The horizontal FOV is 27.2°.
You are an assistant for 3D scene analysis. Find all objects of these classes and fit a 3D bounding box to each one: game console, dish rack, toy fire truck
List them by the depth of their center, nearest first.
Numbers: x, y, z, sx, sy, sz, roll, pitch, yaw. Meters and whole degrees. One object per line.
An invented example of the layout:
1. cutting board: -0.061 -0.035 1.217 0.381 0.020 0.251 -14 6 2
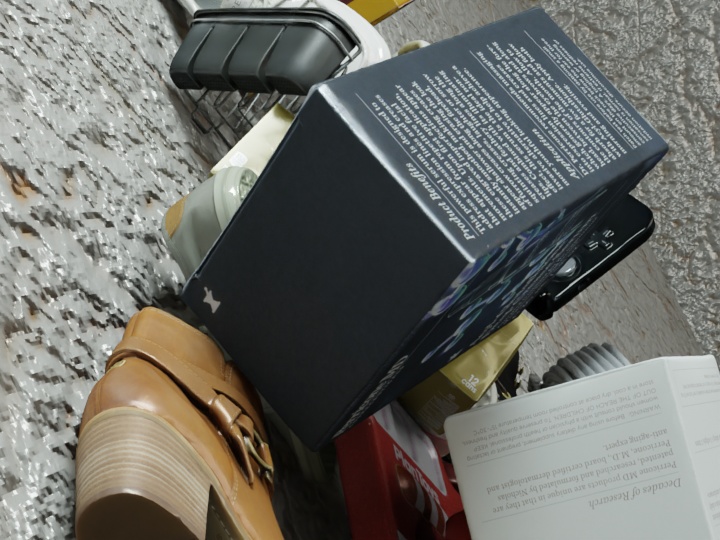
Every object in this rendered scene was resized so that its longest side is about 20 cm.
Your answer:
1. toy fire truck: 0.045 0.159 0.838 0.200 0.111 0.169 48 22 -43
2. dish rack: -0.026 -0.076 0.948 0.152 0.055 0.200 12 -32 49
3. game console: 0.084 -0.066 1.075 0.200 0.175 0.117 42 -19 41

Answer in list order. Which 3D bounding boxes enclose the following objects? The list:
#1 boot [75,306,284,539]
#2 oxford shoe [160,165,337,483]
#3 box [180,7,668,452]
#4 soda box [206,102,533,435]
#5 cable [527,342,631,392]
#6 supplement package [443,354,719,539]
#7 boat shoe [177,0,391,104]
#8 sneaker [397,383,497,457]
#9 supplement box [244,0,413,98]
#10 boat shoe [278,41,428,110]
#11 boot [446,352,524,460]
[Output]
1. boot: -0.054 0.118 0.682 0.201 0.073 0.155 58 13 -25
2. oxford shoe: -0.057 0.034 0.827 0.076 0.057 0.202 -80 154 -56
3. box: 0.035 -0.026 0.739 0.107 0.149 0.199 48 40 12
4. soda box: 0.000 0.000 0.868 0.200 0.064 0.068 41 60 2
5. cable: 0.211 0.152 1.155 0.202 0.069 0.200 60 -3 3
6. supplement package: 0.133 0.153 0.716 0.117 0.116 0.203 8 66 -65
7. boat shoe: -0.067 -0.167 0.976 0.199 0.071 0.069 33 3 31
8. sneaker: -0.007 0.047 0.946 0.200 0.075 0.105 42 -26 7
9. supplement box: -0.058 -0.263 1.133 0.202 0.132 0.197 60 16 -8
10. boat shoe: 0.040 -0.126 1.053 0.197 0.070 0.071 3 28 -27
11. boot: 0.107 0.122 1.159 0.201 0.073 0.151 53 19 -13
